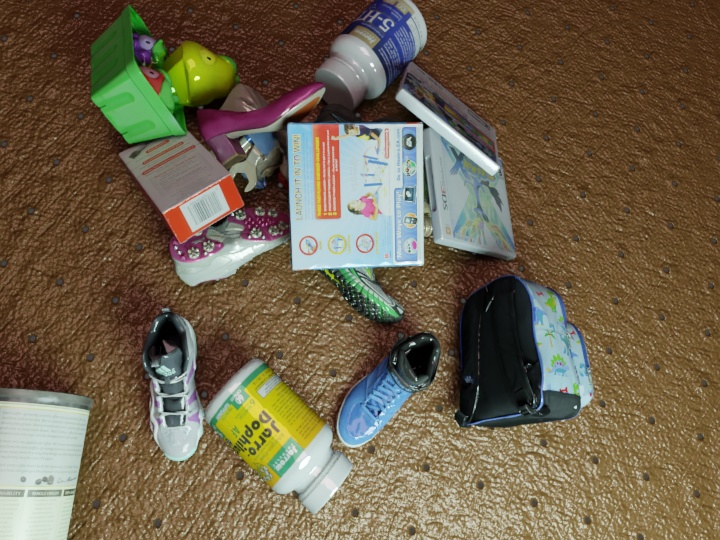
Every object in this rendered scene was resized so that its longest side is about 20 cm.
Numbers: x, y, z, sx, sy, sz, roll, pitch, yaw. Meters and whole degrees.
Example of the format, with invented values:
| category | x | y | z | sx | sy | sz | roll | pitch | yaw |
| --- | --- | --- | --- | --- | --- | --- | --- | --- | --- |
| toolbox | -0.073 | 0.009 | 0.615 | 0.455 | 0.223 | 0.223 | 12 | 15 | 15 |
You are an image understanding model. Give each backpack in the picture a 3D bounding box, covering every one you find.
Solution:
| category | x | y | z | sx | sy | sz | roll | pitch | yaw |
| --- | --- | --- | --- | --- | --- | --- | --- | --- | --- |
| backpack | 0.234 | 0.121 | 0.848 | 0.144 | 0.182 | 0.204 | 11 | 65 | -29 |

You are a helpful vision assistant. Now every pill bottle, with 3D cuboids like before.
| category | x | y | z | sx | sy | sz | roll | pitch | yaw |
| --- | --- | --- | --- | --- | --- | --- | --- | --- | --- |
| pill bottle | -0.109 | 0.228 | 0.790 | 0.200 | 0.113 | 0.113 | 43 | 71 | 6 |
| pill bottle | 0.015 | -0.372 | 0.999 | 0.119 | 0.120 | 0.201 | 38 | 70 | 5 |

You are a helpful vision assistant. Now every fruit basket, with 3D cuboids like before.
| category | x | y | z | sx | sy | sz | roll | pitch | yaw |
| --- | --- | --- | --- | --- | --- | --- | --- | --- | --- |
| fruit basket | -0.300 | -0.311 | 0.896 | 0.211 | 0.156 | 0.219 | -11 | 53 | 15 |

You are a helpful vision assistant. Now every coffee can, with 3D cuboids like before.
| category | x | y | z | sx | sy | sz | roll | pitch | yaw |
| --- | --- | --- | --- | --- | --- | --- | --- | --- | --- |
| coffee can | -0.427 | 0.256 | 0.713 | 0.143 | 0.147 | 0.204 | 5 | 71 | -7 |

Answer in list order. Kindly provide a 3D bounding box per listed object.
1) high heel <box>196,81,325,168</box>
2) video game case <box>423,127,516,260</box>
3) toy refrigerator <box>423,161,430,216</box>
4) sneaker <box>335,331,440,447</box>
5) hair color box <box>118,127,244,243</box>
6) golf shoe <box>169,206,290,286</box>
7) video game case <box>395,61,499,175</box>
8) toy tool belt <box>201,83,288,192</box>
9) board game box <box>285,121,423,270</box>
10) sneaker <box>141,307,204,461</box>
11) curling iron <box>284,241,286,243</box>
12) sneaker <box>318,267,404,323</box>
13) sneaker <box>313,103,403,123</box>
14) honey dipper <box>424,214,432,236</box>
| category | x | y | z | sx | sy | sz | roll | pitch | yaw |
| --- | --- | --- | --- | --- | --- | --- | --- | --- | --- |
| high heel | -0.148 | -0.238 | 0.828 | 0.198 | 0.067 | 0.097 | -30 | 87 | 11 |
| video game case | 0.179 | -0.120 | 0.936 | 0.197 | 0.022 | 0.186 | 9 | 70 | -42 |
| toy refrigerator | 0.064 | -0.136 | 0.957 | 0.195 | 0.070 | 0.078 | 2 | 71 | -9 |
| sneaker | 0.042 | 0.167 | 0.834 | 0.077 | 0.111 | 0.200 | 45 | 72 | 7 |
| hair color box | -0.270 | -0.136 | 0.861 | 0.110 | 0.065 | 0.200 | -33 | 50 | -16 |
| golf shoe | -0.194 | -0.037 | 0.885 | 0.197 | 0.092 | 0.076 | -18 | 56 | -27 |
| video game case | 0.147 | -0.257 | 0.957 | 0.198 | 0.023 | 0.183 | 36 | 31 | -12 |
| toy tool belt | -0.174 | -0.188 | 0.926 | 0.122 | 0.125 | 0.202 | -36 | 76 | 14 |
| board game box | -0.008 | -0.107 | 0.831 | 0.191 | 0.056 | 0.205 | -2 | 97 | -9 |
| sneaker | -0.259 | 0.150 | 0.776 | 0.076 | 0.140 | 0.204 | -8 | 73 | -11 |
| curling iron | -0.086 | -0.133 | 0.958 | 0.049 | 0.026 | 0.203 | 17 | 74 | 18 |
| sneaker | 0.000 | 0.000 | 0.899 | 0.085 | 0.078 | 0.200 | -40 | 82 | -19 |
| sneaker | 0.001 | -0.203 | 0.917 | 0.197 | 0.076 | 0.079 | 22 | 52 | 29 |
| honey dipper | 0.026 | -0.070 | 0.917 | 0.196 | 0.038 | 0.039 | -4 | 72 | -28 |
